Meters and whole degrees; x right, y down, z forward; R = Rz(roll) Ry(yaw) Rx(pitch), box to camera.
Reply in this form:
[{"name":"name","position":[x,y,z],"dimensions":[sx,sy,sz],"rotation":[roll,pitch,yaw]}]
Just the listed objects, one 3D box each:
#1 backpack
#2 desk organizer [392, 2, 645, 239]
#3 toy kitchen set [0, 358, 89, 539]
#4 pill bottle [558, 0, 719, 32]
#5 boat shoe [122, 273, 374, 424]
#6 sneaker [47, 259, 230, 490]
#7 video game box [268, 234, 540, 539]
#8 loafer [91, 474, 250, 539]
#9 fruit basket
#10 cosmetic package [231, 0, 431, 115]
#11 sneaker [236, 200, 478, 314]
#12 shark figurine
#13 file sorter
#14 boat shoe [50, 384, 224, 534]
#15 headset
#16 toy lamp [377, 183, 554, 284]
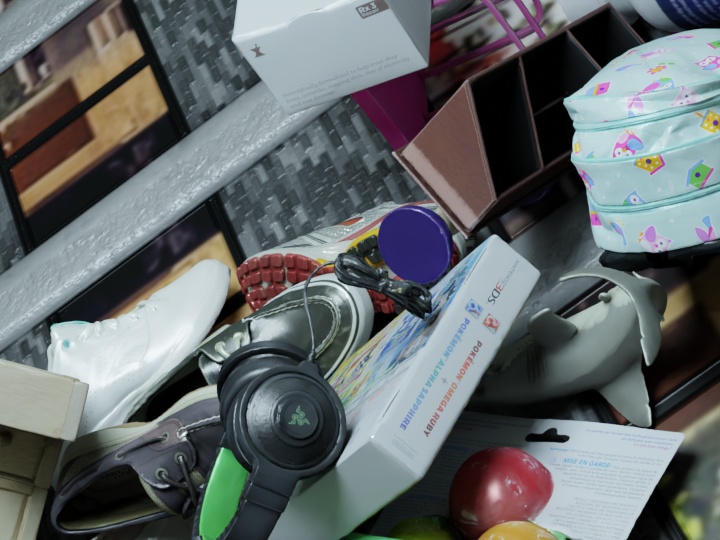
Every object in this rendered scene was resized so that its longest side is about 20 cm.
[{"name":"backpack","position":[0.202,-0.077,1.491],"dimensions":[0.166,0.127,0.200],"rotation":[-15,12,35]},{"name":"desk organizer","position":[0.114,-0.100,1.577],"dimensions":[0.077,0.072,0.200],"rotation":[-47,-9,37]},{"name":"toy kitchen set","position":[-0.283,0.148,1.591],"dimensions":[0.180,0.162,0.201],"rotation":[171,113,-79]},{"name":"pill bottle","position":[0.231,-0.227,1.660],"dimensions":[0.199,0.120,0.120],"rotation":[-16,46,29]},{"name":"boat shoe","position":[-0.077,0.071,1.659],"dimensions":[0.200,0.064,0.071],"rotation":[-37,78,24]},{"name":"sneaker","position":[-0.175,0.057,1.747],"dimensions":[0.200,0.088,0.075],"rotation":[-50,7,-11]},{"name":"video game box","position":[0.011,0.090,1.511],"dimensions":[0.200,0.047,0.182],"rotation":[-42,13,50]},{"name":"loafer","position":[-0.149,0.194,1.640],"dimensions":[0.200,0.072,0.063],"rotation":[-43,22,-11]},{"name":"fruit basket","position":[0.078,0.167,1.469],"dimensions":[0.185,0.094,0.200],"rotation":[2,41,41]},{"name":"cosmetic package","position":[-0.015,-0.212,1.664],"dimensions":[0.112,0.081,0.201],"rotation":[-16,46,23]},{"name":"sneaker","position":[0.000,0.000,1.694],"dimensions":[0.199,0.078,0.082],"rotation":[-12,21,38]},{"name":"shark figurine","position":[0.156,0.051,1.486],"dimensions":[0.128,0.090,0.214],"rotation":[-17,-11,-26]},{"name":"file sorter","position":[0.055,-0.197,1.764],"dimensions":[0.125,0.139,0.201],"rotation":[-24,42,19]},{"name":"boat shoe","position":[-0.117,0.126,1.568],"dimensions":[0.199,0.072,0.065],"rotation":[-17,38,32]},{"name":"headset","position":[-0.035,0.086,1.448],"dimensions":[0.124,0.094,0.201],"rotation":[-132,65,-75]},{"name":"toy lamp","position":[0.078,-0.050,1.610],"dimensions":[0.058,0.058,0.200],"rotation":[-8,16,35]}]
